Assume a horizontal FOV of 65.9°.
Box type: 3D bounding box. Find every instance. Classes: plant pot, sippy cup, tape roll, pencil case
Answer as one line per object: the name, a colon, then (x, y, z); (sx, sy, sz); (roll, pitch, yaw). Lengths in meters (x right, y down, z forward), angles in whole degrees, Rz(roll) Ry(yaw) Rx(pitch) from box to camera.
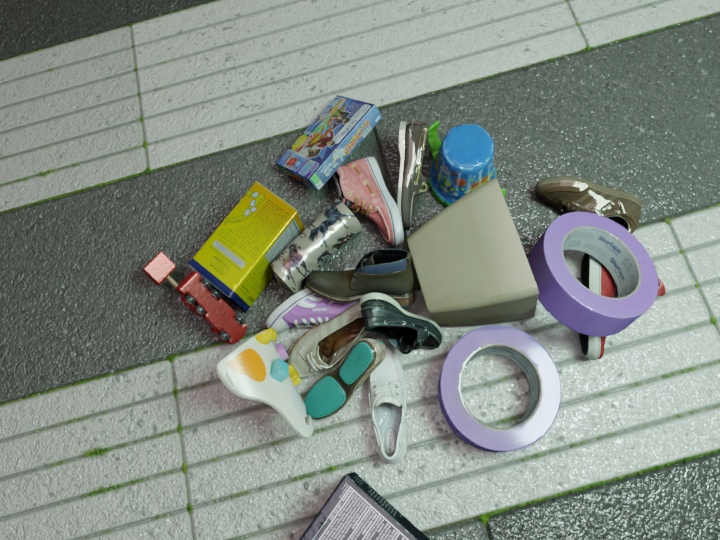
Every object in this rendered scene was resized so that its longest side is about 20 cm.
plant pot: (0.187, -0.004, 0.965); (0.173, 0.200, 0.204); (-19, 70, 9)
sippy cup: (0.198, -0.203, 1.054); (0.174, 0.131, 0.142); (15, 73, 10)
tape roll: (0.380, 0.003, 0.914); (0.195, 0.066, 0.204); (6, 57, -9)
pencil case: (-0.081, -0.044, 1.047); (0.077, 0.090, 0.200); (37, 74, 25)
tape roll: (0.231, 0.201, 0.942); (0.195, 0.085, 0.205); (-2, 72, 5)

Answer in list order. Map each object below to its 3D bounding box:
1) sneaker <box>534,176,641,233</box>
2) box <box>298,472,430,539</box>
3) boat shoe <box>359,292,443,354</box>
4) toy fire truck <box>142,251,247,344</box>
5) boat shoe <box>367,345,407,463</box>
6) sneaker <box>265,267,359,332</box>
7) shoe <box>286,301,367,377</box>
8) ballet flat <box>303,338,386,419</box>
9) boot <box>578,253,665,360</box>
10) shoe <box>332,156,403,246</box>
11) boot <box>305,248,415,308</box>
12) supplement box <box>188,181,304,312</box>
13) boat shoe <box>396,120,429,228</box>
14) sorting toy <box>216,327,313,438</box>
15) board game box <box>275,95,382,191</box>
sneaker: (0.422, -0.118, 1.037); (0.195, 0.071, 0.077); (13, 74, 10)
box: (-0.001, 0.462, 0.857); (0.197, 0.124, 0.201); (36, 80, 16)
boat shoe: (0.073, 0.106, 0.941); (0.073, 0.198, 0.067); (-21, 50, 32)
toy fire truck: (-0.307, 0.052, 1.031); (0.049, 0.140, 0.201); (-48, 113, -24)
boat shoe: (0.049, 0.225, 0.959); (0.069, 0.069, 0.205); (-9, 70, 4)
sneaker: (-0.069, 0.087, 1.016); (0.197, 0.073, 0.116); (-28, 74, -4)
shoe: (-0.057, 0.128, 0.974); (0.199, 0.054, 0.070); (-39, 104, 15)
ballet flat: (-0.022, 0.191, 0.969); (0.200, 0.067, 0.069); (-45, 72, 27)
boot: (0.462, 0.066, 0.974); (0.141, 0.073, 0.204); (11, 70, 7)
shoe: (0.011, -0.127, 1.071); (0.089, 0.072, 0.203); (-14, 65, -13)
boot: (0.000, 0.000, 0.955); (0.195, 0.099, 0.075); (5, 38, 7)
supplement box: (-0.208, -0.043, 1.050); (0.109, 0.109, 0.201); (34, 77, 14)
boat shoe: (0.100, -0.180, 1.062); (0.058, 0.072, 0.205); (2, 96, 4)
sorting toy: (-0.139, 0.199, 0.933); (0.106, 0.200, 0.181); (-36, 88, -9)
board game box: (-0.065, -0.261, 1.114); (0.201, 0.035, 0.135); (-50, 44, -9)
